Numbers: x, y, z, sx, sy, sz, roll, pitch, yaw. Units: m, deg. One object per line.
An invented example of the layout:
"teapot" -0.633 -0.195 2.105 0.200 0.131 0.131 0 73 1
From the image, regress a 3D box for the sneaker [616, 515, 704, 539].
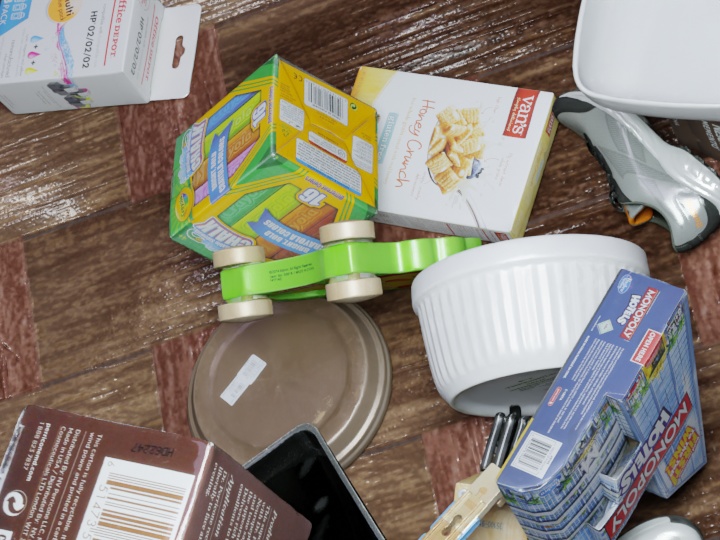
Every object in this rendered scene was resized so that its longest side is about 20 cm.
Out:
"sneaker" 0.200 0.281 1.565 0.200 0.115 0.076 -45 98 4

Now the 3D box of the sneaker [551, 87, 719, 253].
"sneaker" 0.237 -0.092 1.767 0.079 0.074 0.200 -49 59 0

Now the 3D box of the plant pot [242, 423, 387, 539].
"plant pot" -0.045 0.280 1.635 0.200 0.177 0.200 -36 59 3

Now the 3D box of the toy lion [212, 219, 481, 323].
"toy lion" 0.000 0.000 1.757 0.200 0.192 0.069 -11 83 38

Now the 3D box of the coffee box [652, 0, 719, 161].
"coffee box" 0.346 -0.203 1.752 0.080 0.113 0.200 26 78 29

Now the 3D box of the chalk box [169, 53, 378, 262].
"chalk box" -0.092 -0.075 1.826 0.200 0.125 0.124 -37 40 38

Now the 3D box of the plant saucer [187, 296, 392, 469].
"plant saucer" -0.069 0.103 1.817 0.200 0.029 0.200 -9 64 18

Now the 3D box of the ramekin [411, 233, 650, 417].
"ramekin" 0.146 0.051 1.664 0.200 0.200 0.105 -12 71 16

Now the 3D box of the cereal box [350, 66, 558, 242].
"cereal box" 0.072 -0.107 1.856 0.200 0.040 0.144 9 71 25

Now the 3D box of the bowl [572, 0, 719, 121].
"bowl" 0.287 -0.209 1.669 0.199 0.075 0.200 6 69 24

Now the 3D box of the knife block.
"knife block" 0.128 0.213 1.637 0.064 0.176 0.200 6 93 21

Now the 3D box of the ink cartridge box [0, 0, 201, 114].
"ink cartridge box" -0.269 -0.229 2.032 0.200 0.068 0.115 -3 65 20

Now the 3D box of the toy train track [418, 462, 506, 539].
"toy train track" 0.044 0.229 1.507 0.200 0.033 0.115 -47 52 -12

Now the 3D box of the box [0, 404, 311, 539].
"box" -0.164 0.219 1.490 0.164 0.200 0.166 8 69 25

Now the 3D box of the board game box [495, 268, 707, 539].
"board game box" 0.202 0.137 1.565 0.062 0.200 0.200 20 68 33
